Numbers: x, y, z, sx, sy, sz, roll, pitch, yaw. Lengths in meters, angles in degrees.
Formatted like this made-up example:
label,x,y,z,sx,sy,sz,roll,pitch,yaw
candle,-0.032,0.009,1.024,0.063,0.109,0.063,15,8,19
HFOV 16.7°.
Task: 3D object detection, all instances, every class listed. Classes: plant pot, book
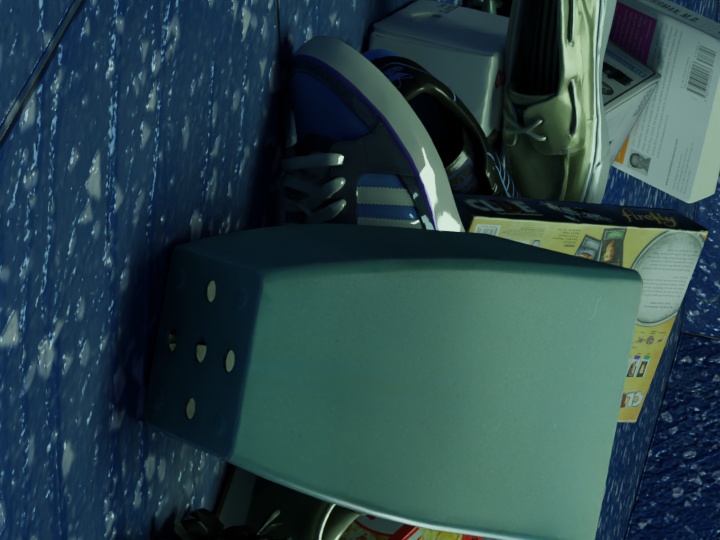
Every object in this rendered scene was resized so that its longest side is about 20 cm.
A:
label,x,y,z,sx,sy,sz,roll,pitch,yaw
plant pot,0.007,0.047,1.195,0.200,0.141,0.142,9,94,-34
book,0.197,-0.153,1.879,0.048,0.200,0.134,-19,129,-42

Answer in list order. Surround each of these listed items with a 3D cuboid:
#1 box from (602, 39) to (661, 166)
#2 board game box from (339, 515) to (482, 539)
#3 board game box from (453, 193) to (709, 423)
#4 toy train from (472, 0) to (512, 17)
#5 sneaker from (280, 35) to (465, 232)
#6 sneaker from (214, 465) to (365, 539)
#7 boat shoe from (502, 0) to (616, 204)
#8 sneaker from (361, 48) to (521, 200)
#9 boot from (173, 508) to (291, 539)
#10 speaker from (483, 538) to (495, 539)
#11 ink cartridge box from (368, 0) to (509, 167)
label,x,y,z,sx,sy,sz,roll,pitch,yaw
box,0.131,-0.089,1.787,0.200,0.060,0.117,-34,156,-51
board game box,-0.008,0.210,1.463,0.200,0.046,0.152,-39,146,-30
board game box,0.108,0.026,1.464,0.200,0.035,0.136,3,114,-41
toy train,0.124,-0.231,1.789,0.200,0.085,0.114,60,33,-72
sneaker,-0.023,-0.007,1.309,0.146,0.081,0.200,-36,110,-26
sneaker,-0.022,0.106,1.381,0.067,0.090,0.200,70,33,-66
boat shoe,0.112,-0.107,1.508,0.062,0.072,0.200,-17,115,-47
sneaker,0.058,-0.041,1.451,0.200,0.070,0.078,52,-3,-24
boot,-0.088,0.219,1.247,0.162,0.073,0.198,8,95,-84
speaker,0.096,0.138,1.584,0.081,0.081,0.200,-32,132,-74
ink cartridge box,0.048,-0.061,1.571,0.146,0.083,0.200,-42,142,-69
